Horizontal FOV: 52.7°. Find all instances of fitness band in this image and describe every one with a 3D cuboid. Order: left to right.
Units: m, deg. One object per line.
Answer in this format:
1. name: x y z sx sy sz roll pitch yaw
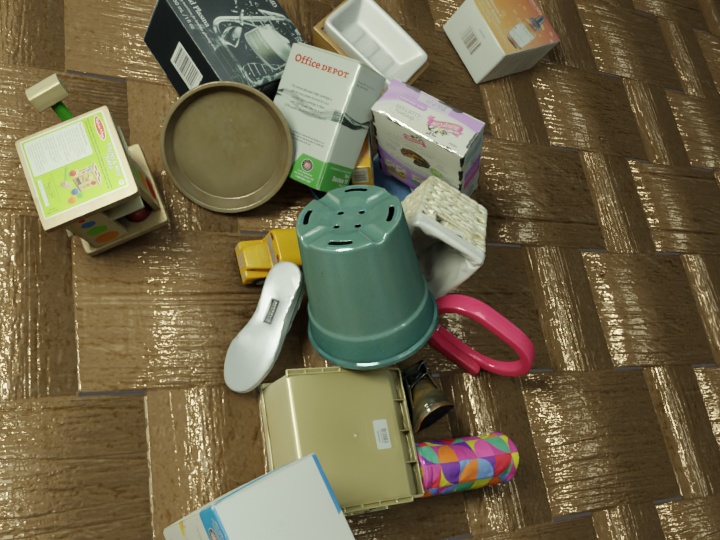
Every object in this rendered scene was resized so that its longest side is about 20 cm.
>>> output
1. fitness band: 0.194 0.112 1.200 0.199 0.144 0.038 36 53 -12

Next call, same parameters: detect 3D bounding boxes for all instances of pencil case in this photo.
1. pencil case: 0.151 0.300 1.128 0.199 0.088 0.089 3 66 -33

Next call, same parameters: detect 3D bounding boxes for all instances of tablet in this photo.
1. tablet: 0.092 -0.191 1.365 0.130 0.014 0.200 42 54 -7

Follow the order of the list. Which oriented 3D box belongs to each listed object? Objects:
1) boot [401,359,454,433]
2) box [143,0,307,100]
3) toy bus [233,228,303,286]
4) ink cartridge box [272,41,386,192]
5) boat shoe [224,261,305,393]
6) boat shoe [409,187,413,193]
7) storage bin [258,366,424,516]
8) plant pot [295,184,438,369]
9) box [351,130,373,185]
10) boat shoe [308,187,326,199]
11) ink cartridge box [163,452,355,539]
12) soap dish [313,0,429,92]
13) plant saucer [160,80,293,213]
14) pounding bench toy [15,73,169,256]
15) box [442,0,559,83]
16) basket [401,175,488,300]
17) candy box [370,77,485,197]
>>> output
1. boot: 0.087 0.186 1.098 0.074 0.200 0.097 -35 76 -1
2. box: -0.212 -0.361 1.200 0.196 0.124 0.201 -32 86 -39
3. toy bus: -0.092 -0.026 1.138 0.199 0.078 0.066 -5 70 -32
4. ink cartridge box: -0.065 -0.239 1.150 0.146 0.201 0.083 28 12 31
5. boat shoe: -0.133 0.087 1.064 0.070 0.070 0.201 18 78 16
6. boat shoe: 0.111 -0.197 1.329 0.073 0.065 0.201 -27 84 -36
7. storage bin: -0.026 0.244 1.042 0.197 0.094 0.202 2 67 -31
8. plant pot: 0.000 0.000 1.030 0.198 0.197 0.201 -8 40 7
9. box: -0.001 -0.227 1.259 0.041 0.119 0.201 -6 63 3
10. boat shoe: -0.069 -0.211 1.244 0.084 0.069 0.201 -9 73 -33
11. ink cartridge box: -0.122 0.333 0.876 0.144 0.200 0.148 -20 78 -37
12. soap dish: 0.017 -0.416 1.384 0.200 0.081 0.158 43 54 -7
13. plant saucer: -0.202 -0.187 1.106 0.199 0.201 0.030 30 17 -15
14. pounding bench toy: -0.363 -0.145 0.979 0.123 0.156 0.201 -23 79 -3
15. box: 0.308 -0.516 1.587 0.199 0.106 0.153 -25 81 -36
16. basket: 0.101 -0.041 1.190 0.135 0.200 0.124 30 50 -16
17. candy box: 0.110 -0.198 1.185 0.167 0.200 0.072 32 76 16
